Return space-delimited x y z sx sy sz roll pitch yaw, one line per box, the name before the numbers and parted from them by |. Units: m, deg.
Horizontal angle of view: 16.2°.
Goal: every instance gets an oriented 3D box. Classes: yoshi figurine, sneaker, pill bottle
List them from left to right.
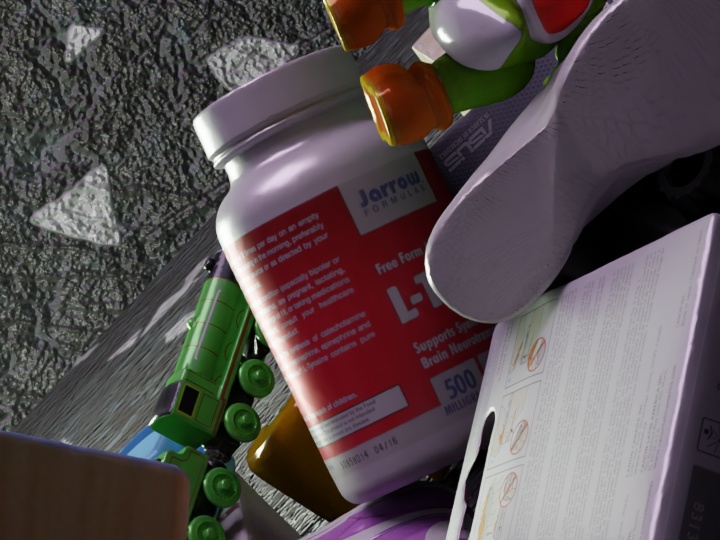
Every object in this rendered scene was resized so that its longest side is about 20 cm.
sneaker | -0.028 0.174 1.189 0.200 0.073 0.114 -37 14 2
pill bottle | 0.000 0.000 1.211 0.112 0.201 0.112 -26 -2 -1
yoshi figurine | 0.083 -0.137 1.102 0.199 0.112 0.112 -24 -24 1
sneaker | 0.105 -0.066 1.074 0.200 0.075 0.089 -42 6 16

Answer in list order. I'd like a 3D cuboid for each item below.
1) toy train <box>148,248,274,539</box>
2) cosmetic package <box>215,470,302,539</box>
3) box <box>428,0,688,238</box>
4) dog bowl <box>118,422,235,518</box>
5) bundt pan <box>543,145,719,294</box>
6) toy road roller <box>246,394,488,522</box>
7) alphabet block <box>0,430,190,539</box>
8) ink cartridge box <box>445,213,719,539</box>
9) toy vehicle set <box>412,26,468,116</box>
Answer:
toy train | -0.081 0.072 1.371 0.042 0.056 0.201 -37 30 51
cosmetic package | -0.079 0.185 1.414 0.102 0.074 0.200 -45 10 0
box | 0.148 -0.058 1.204 0.200 0.158 0.051 -42 -23 17
dog bowl | -0.125 0.141 1.440 0.111 0.050 0.200 -43 9 15
bundt pan | 0.164 -0.033 1.089 0.202 0.076 0.203 -33 44 39
toy road roller | 0.011 0.074 1.373 0.147 0.122 0.200 -59 6 2
alphabet block | -0.208 0.190 1.192 0.195 0.195 0.201 -29 53 59
ink cartridge box | 0.097 0.080 1.015 0.200 0.050 0.163 145 141 -65
toy vehicle set | 0.124 -0.102 1.407 0.124 0.200 0.026 -47 41 -6
